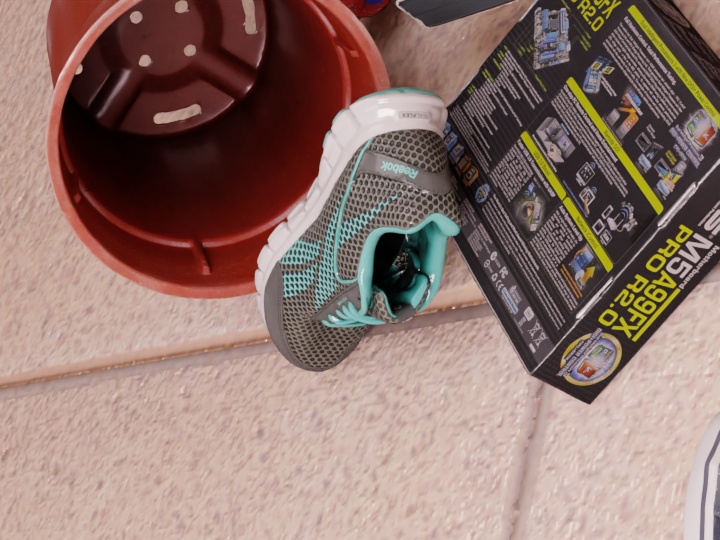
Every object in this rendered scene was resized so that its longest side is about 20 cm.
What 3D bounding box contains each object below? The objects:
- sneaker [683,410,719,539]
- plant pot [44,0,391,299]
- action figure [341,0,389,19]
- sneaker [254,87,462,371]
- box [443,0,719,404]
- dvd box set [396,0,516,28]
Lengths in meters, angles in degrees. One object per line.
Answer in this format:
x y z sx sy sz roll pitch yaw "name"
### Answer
0.176 0.146 0.879 0.079 0.078 0.201 -18 64 52 "sneaker"
-0.102 -0.115 1.342 0.201 0.200 0.195 -54 27 12 "plant pot"
0.026 -0.211 1.339 0.201 0.052 0.065 -62 6 19 "action figure"
0.000 0.000 1.179 0.200 0.077 0.092 112 147 -46 "sneaker"
0.115 -0.055 1.127 0.160 0.044 0.200 -50 36 18 "box"
0.105 -0.233 1.233 0.146 0.029 0.201 -9 51 60 "dvd box set"
